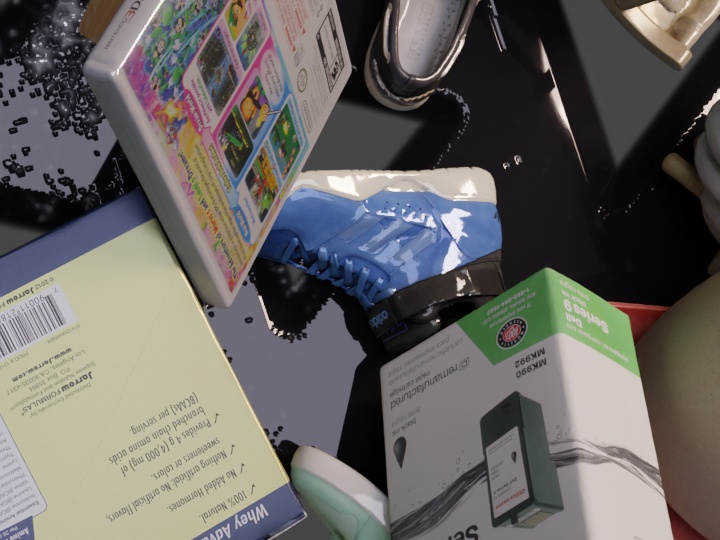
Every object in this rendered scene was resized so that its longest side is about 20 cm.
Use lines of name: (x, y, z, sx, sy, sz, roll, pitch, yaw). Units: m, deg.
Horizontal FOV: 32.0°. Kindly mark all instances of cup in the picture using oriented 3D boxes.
cup: (0.275, 0.060, 0.755, 0.197, 0.144, 0.202, 9, 47, -10)

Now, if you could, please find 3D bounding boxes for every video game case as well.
video game case: (-0.064, -0.107, 0.668, 0.023, 0.201, 0.184, 16, 62, 20)

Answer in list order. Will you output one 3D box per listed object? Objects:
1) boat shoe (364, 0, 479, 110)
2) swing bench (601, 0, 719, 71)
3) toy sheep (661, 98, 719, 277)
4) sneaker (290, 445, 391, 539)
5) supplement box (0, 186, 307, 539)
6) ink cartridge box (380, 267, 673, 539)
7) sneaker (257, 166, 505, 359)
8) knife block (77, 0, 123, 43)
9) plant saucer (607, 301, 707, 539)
boat shoe: (0.053, -0.207, 0.829, 0.073, 0.060, 0.203, 22, 81, -10)
swing bench: (0.249, -0.271, 0.817, 0.129, 0.200, 0.200, 40, 77, 2)
toy sheep: (0.280, -0.071, 0.827, 0.135, 0.202, 0.139, 11, 44, -10)
sneaker: (-0.004, 0.213, 0.774, 0.118, 0.074, 0.201, -40, 96, -16)
supplement box: (-0.168, 0.094, 0.714, 0.198, 0.134, 0.202, -28, 92, -13)
ink cartridge box: (0.092, 0.125, 0.720, 0.083, 0.145, 0.202, 29, 42, -35)
sneaker: (0.000, 0.000, 0.792, 0.197, 0.077, 0.113, -4, 77, -20)
knife block: (-0.085, -0.192, 0.741, 0.198, 0.176, 0.064, 33, 37, -8)
plant saucer: (0.216, 0.113, 0.811, 0.196, 0.037, 0.202, 5, 48, -14)
